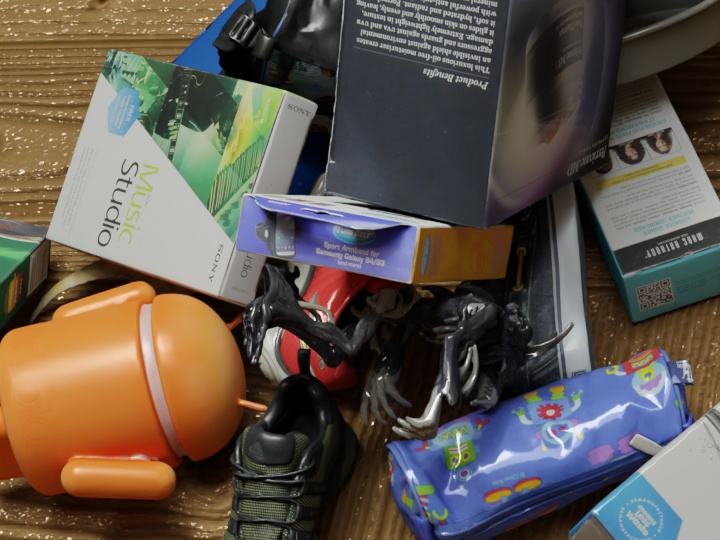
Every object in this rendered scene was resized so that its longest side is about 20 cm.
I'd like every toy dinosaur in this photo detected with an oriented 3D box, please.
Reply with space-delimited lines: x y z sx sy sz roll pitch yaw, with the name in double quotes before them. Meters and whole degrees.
"toy dinosaur" -0.141 -0.016 1.816 0.200 0.058 0.101 -4 49 13

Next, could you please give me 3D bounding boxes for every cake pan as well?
"cake pan" 0.176 -0.170 1.818 0.200 0.037 0.200 -16 17 5

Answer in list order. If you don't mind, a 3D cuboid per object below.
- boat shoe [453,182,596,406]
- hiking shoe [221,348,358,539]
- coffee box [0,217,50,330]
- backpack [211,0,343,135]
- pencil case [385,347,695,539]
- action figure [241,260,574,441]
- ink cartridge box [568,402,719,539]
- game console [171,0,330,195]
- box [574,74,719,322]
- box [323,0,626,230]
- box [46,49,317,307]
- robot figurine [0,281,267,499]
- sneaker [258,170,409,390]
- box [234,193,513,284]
"boat shoe" 0.104 0.000 1.716 0.091 0.071 0.200 -7 51 8
"hiking shoe" -0.061 0.147 1.614 0.076 0.101 0.200 0 48 19
"coffee box" -0.293 0.003 1.768 0.123 0.044 0.200 12 18 6
"backpack" -0.009 -0.183 1.790 0.154 0.191 0.200 25 70 -7
"pencil case" 0.117 0.115 1.606 0.200 0.078 0.087 -20 30 -1
"action figure" 0.027 0.053 1.594 0.200 0.119 0.102 10 85 -10
"ink cartridge box" 0.239 0.133 1.532 0.200 0.068 0.116 -38 81 -18
"game console" -0.059 -0.137 1.929 0.171 0.118 0.200 40 65 5
"box" 0.191 -0.060 1.764 0.082 0.049 0.200 -18 46 0
"box" 0.081 -0.150 1.630 0.123 0.199 0.200 16 22 24
"box" -0.125 -0.066 1.752 0.200 0.036 0.145 16 88 45
"robot figurine" -0.162 0.083 1.694 0.200 0.117 0.144 -14 14 5
"sneaker" 0.000 0.000 1.752 0.085 0.077 0.200 8 62 26
"box" 0.007 -0.020 1.609 0.119 0.200 0.042 11 97 22
